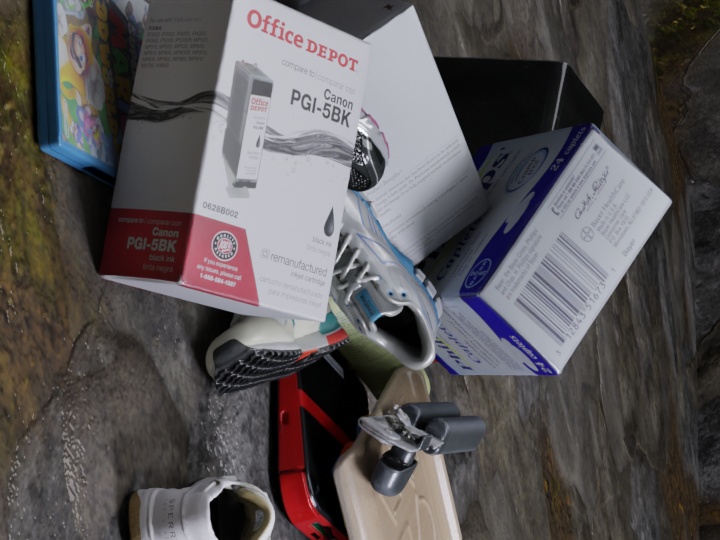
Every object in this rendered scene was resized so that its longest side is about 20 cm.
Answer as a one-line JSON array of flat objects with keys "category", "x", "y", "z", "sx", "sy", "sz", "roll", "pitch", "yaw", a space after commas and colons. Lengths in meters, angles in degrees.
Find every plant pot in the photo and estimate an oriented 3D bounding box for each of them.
[{"category": "plant pot", "x": 0.128, "y": -0.106, "z": 1.984, "sx": 0.199, "sy": 0.199, "sz": 0.179, "roll": 28, "pitch": 66, "yaw": -69}]

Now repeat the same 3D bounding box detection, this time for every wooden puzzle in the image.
[{"category": "wooden puzzle", "x": 0.024, "y": 0.200, "z": 1.626, "sx": 0.200, "sy": 0.046, "sz": 0.186, "roll": -48, "pitch": 127, "yaw": -63}]

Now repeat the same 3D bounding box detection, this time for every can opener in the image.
[{"category": "can opener", "x": 0.047, "y": 0.140, "z": 1.591, "sx": 0.067, "sy": 0.052, "sz": 0.200, "roll": -65, "pitch": 160, "yaw": 11}]

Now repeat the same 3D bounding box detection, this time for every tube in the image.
[{"category": "tube", "x": 0.014, "y": 0.062, "z": 1.676, "sx": 0.058, "sy": 0.052, "sz": 0.200, "roll": -59, "pitch": 151, "yaw": -16}]

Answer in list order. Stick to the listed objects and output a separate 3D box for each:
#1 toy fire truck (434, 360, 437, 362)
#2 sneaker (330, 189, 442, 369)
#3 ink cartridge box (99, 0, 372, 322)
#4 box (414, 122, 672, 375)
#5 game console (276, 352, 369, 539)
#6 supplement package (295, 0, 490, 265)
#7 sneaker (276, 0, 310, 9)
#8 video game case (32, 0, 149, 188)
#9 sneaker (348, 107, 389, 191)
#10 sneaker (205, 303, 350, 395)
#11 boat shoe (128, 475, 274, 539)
[{"category": "toy fire truck", "x": 0.086, "y": -0.010, "z": 1.789, "sx": 0.112, "sy": 0.167, "sz": 0.201, "roll": 59, "pitch": 27, "yaw": -74}, {"category": "sneaker", "x": 0.000, "y": 0.000, "z": 1.507, "sx": 0.200, "sy": 0.075, "sz": 0.087, "roll": 45, "pitch": 16, "yaw": -23}, {"category": "ink cartridge box", "x": -0.081, "y": -0.077, "z": 1.299, "sx": 0.146, "sy": 0.083, "sz": 0.201, "roll": 16, "pitch": 81, "yaw": -48}, {"category": "box", "x": 0.134, "y": -0.014, "z": 1.641, "sx": 0.105, "sy": 0.200, "sz": 0.184, "roll": 41, "pitch": 72, "yaw": -17}, {"category": "game console", "x": -0.029, "y": 0.146, "z": 1.620, "sx": 0.200, "sy": 0.031, "sz": 0.178, "roll": 52, "pitch": 28, "yaw": -60}, {"category": "supplement package", "x": 0.002, "y": -0.113, "z": 1.581, "sx": 0.117, "sy": 0.117, "sz": 0.201, "roll": -35, "pitch": 122, "yaw": -20}, {"category": "sneaker", "x": -0.024, "y": -0.156, "z": 1.681, "sx": 0.200, "sy": 0.075, "sz": 0.115, "roll": 65, "pitch": 21, "yaw": -52}, {"category": "video game case", "x": -0.166, "y": -0.127, "z": 1.303, "sx": 0.200, "sy": 0.018, "sz": 0.144, "roll": 31, "pitch": 53, "yaw": -69}, {"category": "sneaker", "x": -0.068, "y": -0.096, "z": 1.423, "sx": 0.199, "sy": 0.080, "sz": 0.087, "roll": 27, "pitch": 65, "yaw": -34}, {"category": "sneaker", "x": -0.078, "y": 0.033, "z": 1.467, "sx": 0.094, "sy": 0.070, "sz": 0.200, "roll": 62, "pitch": 20, "yaw": 7}, {"category": "boat shoe", "x": -0.090, "y": 0.176, "z": 1.325, "sx": 0.200, "sy": 0.069, "sz": 0.071, "roll": 12, "pitch": 69, "yaw": -73}]
